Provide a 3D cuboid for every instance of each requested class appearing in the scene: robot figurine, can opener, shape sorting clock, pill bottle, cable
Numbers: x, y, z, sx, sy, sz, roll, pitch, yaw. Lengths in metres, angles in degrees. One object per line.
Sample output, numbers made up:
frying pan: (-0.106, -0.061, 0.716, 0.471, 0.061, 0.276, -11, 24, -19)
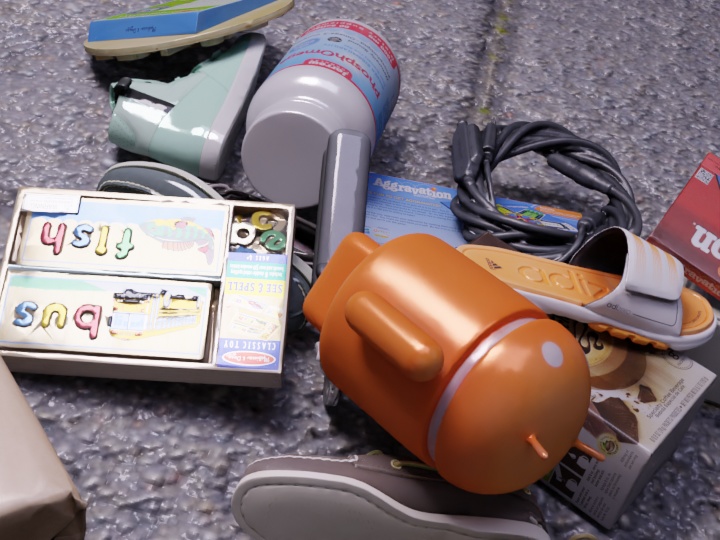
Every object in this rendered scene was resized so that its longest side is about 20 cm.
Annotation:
robot figurine: (0.056, 0.054, 0.695, 0.116, 0.144, 0.200, -34, 52, -25)
can opener: (0.000, 0.000, 0.816, 0.066, 0.053, 0.201, 7, 69, -8)
shape sorting clock: (-0.158, -0.227, 1.073, 0.198, 0.040, 0.200, -8, 19, 3)
pill bottle: (-0.033, -0.131, 0.968, 0.108, 0.109, 0.200, 17, 31, 3)
cable: (0.155, -0.058, 0.960, 0.162, 0.051, 0.201, 13, 36, -11)

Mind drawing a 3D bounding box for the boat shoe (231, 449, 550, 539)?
boat shoe: (0.020, 0.145, 0.702, 0.199, 0.072, 0.060, 12, 32, -9)

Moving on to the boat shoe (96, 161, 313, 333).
boat shoe: (-0.122, -0.014, 0.847, 0.199, 0.073, 0.062, 32, 38, 13)

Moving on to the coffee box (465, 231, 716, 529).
coffee box: (0.130, 0.070, 0.815, 0.199, 0.080, 0.113, 34, 40, 22)

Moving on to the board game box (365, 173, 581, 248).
board game box: (0.091, -0.029, 0.961, 0.198, 0.020, 0.103, 11, 40, -5)

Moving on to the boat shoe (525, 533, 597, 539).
boat shoe: (0.154, 0.201, 0.680, 0.199, 0.074, 0.063, 18, 31, -13)

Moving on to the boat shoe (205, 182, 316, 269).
boat shoe: (-0.080, -0.034, 0.894, 0.199, 0.057, 0.067, 27, 40, 15)

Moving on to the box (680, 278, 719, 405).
box: (0.296, 0.014, 0.938, 0.068, 0.083, 0.201, 18, 40, 3)

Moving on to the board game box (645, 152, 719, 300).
board game box: (0.316, 0.003, 0.848, 0.199, 0.019, 0.103, 36, 61, 11)

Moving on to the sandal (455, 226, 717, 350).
sandal: (0.164, 0.002, 0.795, 0.205, 0.060, 0.079, 12, 29, -16)

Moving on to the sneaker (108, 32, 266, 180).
sneaker: (-0.153, -0.165, 1.014, 0.117, 0.074, 0.201, 17, 39, -1)

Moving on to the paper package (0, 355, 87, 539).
paper package: (-0.276, 0.110, 0.622, 0.190, 0.104, 0.200, -16, 48, -33)

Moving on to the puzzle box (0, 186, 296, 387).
puzzle box: (-0.146, 0.010, 0.789, 0.198, 0.025, 0.134, 3, 61, -1)
